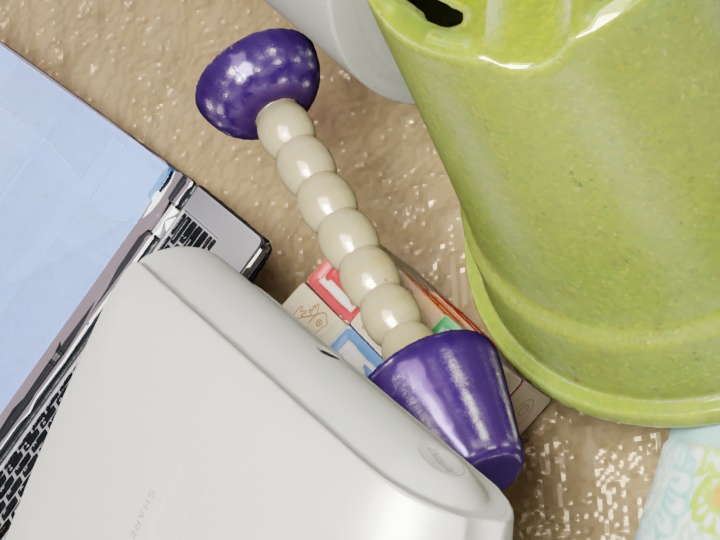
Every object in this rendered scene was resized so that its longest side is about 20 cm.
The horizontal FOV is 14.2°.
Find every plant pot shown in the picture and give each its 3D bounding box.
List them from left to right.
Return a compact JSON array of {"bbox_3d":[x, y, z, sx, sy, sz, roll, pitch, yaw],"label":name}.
[{"bbox_3d":[0.094,-0.076,1.007,0.200,0.184,0.201,-15,52,21],"label":"plant pot"}]

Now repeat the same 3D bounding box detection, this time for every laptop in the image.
[{"bbox_3d":[-0.153,0.018,1.161,0.187,0.116,0.200,-55,19,1],"label":"laptop"}]

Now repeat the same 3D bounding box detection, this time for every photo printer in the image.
[{"bbox_3d":[-0.037,0.107,0.990,0.200,0.069,0.167,39,111,44],"label":"photo printer"}]

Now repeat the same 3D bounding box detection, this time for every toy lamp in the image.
[{"bbox_3d":[0.000,0.000,1.059,0.058,0.058,0.200,-38,57,11],"label":"toy lamp"}]

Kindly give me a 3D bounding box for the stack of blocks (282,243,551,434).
[{"bbox_3d":[-0.022,0.098,1.102,0.200,0.059,0.115,-49,59,4],"label":"stack of blocks"}]

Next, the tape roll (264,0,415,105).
[{"bbox_3d":[0.023,-0.182,1.096,0.139,0.203,0.203,41,93,31],"label":"tape roll"}]

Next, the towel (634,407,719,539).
[{"bbox_3d":[0.174,0.148,0.992,0.200,0.048,0.171,14,79,30],"label":"towel"}]
